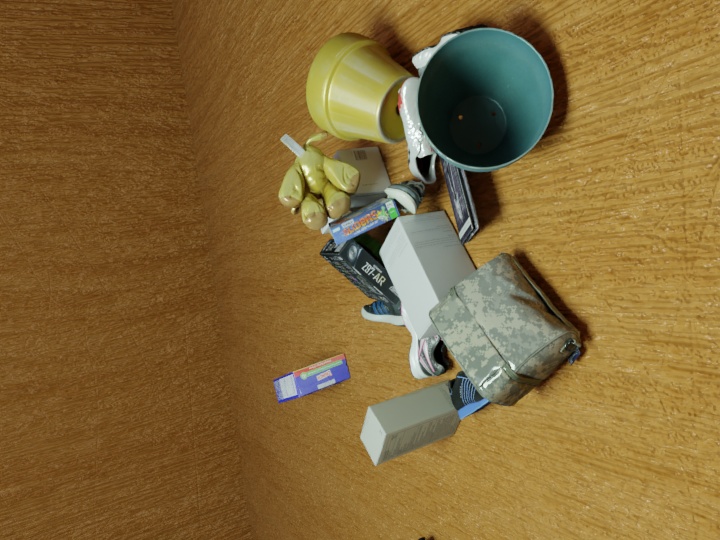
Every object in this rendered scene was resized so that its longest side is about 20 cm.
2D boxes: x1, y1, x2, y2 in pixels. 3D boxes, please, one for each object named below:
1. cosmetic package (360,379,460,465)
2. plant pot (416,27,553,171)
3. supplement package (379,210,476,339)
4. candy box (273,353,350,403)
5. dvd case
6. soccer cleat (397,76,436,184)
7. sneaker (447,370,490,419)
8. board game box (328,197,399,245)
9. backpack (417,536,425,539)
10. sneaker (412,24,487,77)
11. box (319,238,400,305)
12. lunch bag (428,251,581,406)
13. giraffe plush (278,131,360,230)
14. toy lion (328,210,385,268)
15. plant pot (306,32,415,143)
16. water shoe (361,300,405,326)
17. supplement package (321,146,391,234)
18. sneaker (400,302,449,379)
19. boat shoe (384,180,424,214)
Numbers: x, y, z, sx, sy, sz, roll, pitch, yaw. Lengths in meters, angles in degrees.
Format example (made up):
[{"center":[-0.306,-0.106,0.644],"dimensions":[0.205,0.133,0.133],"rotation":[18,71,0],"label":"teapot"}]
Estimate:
[{"center":[0.106,0.302,1.198],"dimensions":[0.074,0.195,0.106],"rotation":[53,142,40],"label":"cosmetic package"},{"center":[0.185,-0.242,0.922],"dimensions":[0.135,0.194,0.206],"rotation":[28,-131,-82],"label":"plant pot"},{"center":[0.136,0.006,1.139],"dimensions":[0.204,0.114,0.118],"rotation":[66,149,27],"label":"supplement package"},{"center":[-0.144,0.314,1.724],"dimensions":[0.199,0.165,0.079],"rotation":[-32,74,60],"label":"candy box"},{"center":[0.169,-0.158,1.060],"dimensions":[0.149,0.015,0.206],"rotation":[71,-174,-82],"label":"dvd case"},{"center":[0.113,-0.257,1.115],"dimensions":[0.086,0.067,0.204],"rotation":[-115,12,-50],"label":"soccer cleat"},{"center":[0.217,0.207,1.093],"dimensions":[0.079,0.069,0.201],"rotation":[64,149,19],"label":"sneaker"},{"center":[0.001,-0.101,1.203],"dimensions":[0.200,0.132,0.035],"rotation":[-124,9,-81],"label":"board game box"},{"center":[0.132,0.709,1.348],"dimensions":[0.125,0.165,0.205],"rotation":[28,122,32],"label":"backpack"},{"center":[0.162,-0.366,1.035],"dimensions":[0.199,0.072,0.082],"rotation":[-1,107,69],"label":"sneaker"},{"center":[0.000,0.000,1.272],"dimensions":[0.159,0.044,0.200],"rotation":[41,172,-12],"label":"box"},{"center":[0.233,0.091,0.953],"dimensions":[0.168,0.138,0.202],"rotation":[-47,50,20],"label":"lunch bag"},{"center":[-0.102,-0.180,1.285],"dimensions":[0.203,0.170,0.162],"rotation":[57,169,8],"label":"giraffe plush"},{"center":[0.014,-0.034,1.373],"dimensions":[0.191,0.069,0.201],"rotation":[43,166,9],"label":"toy lion"},{"center":[0.021,-0.346,1.189],"dimensions":[0.187,0.198,0.206],"rotation":[34,129,37],"label":"plant pot"},{"center":[0.071,0.077,1.350],"dimensions":[0.198,0.070,0.082],"rotation":[4,93,56],"label":"water shoe"},{"center":[-0.027,-0.184,1.400],"dimensions":[0.200,0.111,0.112],"rotation":[-44,61,57],"label":"supplement package"},{"center":[0.145,0.118,1.224],"dimensions":[0.085,0.079,0.206],"rotation":[-7,95,44],"label":"sneaker"},{"center":[0.091,-0.153,1.161],"dimensions":[0.072,0.062,0.200],"rotation":[38,-178,-1],"label":"boat shoe"}]
